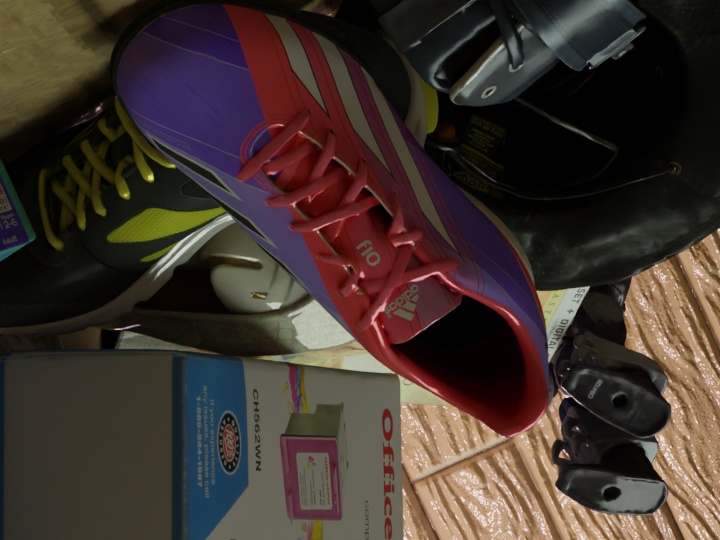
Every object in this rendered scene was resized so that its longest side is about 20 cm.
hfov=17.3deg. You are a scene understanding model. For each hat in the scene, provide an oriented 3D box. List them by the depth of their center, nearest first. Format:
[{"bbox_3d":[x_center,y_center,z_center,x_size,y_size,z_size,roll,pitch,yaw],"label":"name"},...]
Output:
[{"bbox_3d":[0.077,-0.084,0.914,0.200,0.201,0.081,-27,-145,36],"label":"hat"}]

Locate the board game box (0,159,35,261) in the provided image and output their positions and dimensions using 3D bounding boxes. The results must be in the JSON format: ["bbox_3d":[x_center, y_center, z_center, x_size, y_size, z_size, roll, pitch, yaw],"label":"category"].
[{"bbox_3d":[-0.228,0.023,0.805,0.200,0.045,0.152,-27,176,41],"label":"board game box"}]

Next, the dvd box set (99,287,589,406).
[{"bbox_3d":[0.000,0.000,1.020,0.200,0.029,0.146,6,136,-19],"label":"dvd box set"}]

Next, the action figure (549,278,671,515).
[{"bbox_3d":[0.109,0.030,1.152,0.069,0.130,0.200,12,-154,-11],"label":"action figure"}]

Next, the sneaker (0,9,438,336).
[{"bbox_3d":[-0.074,-0.043,0.844,0.200,0.075,0.085,-26,158,8],"label":"sneaker"}]

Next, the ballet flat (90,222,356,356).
[{"bbox_3d":[-0.071,-0.003,0.916,0.199,0.068,0.062,-1,164,4],"label":"ballet flat"}]

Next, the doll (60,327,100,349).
[{"bbox_3d":[-0.162,0.098,1.144,0.136,0.200,0.048,10,153,21],"label":"doll"}]

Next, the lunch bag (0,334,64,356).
[{"bbox_3d":[-0.210,0.072,1.028,0.164,0.118,0.200,-29,-150,3],"label":"lunch bag"}]

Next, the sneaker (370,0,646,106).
[{"bbox_3d":[0.065,-0.105,0.686,0.146,0.077,0.202,-28,177,10],"label":"sneaker"}]

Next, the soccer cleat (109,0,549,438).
[{"bbox_3d":[-0.002,-0.017,0.778,0.068,0.073,0.200,-37,129,14],"label":"soccer cleat"}]

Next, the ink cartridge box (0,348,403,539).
[{"bbox_3d":[-0.056,0.107,0.928,0.084,0.145,0.200,-3,174,23],"label":"ink cartridge box"}]
